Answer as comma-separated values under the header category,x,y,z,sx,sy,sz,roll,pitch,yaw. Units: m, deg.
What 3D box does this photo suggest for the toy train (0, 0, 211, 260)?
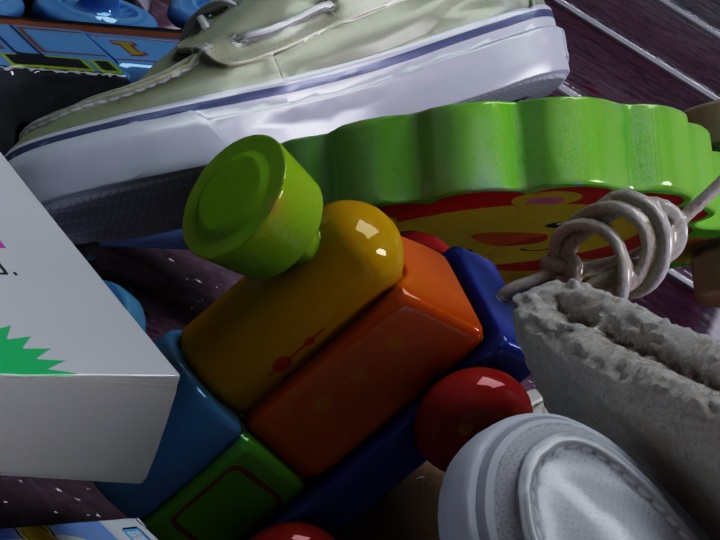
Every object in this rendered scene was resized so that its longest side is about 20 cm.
category,x,y,z,sx,sy,sz,roll,pitch,yaw
toy train,-0.086,-0.051,1.004,0.200,0.087,0.114,3,23,-30

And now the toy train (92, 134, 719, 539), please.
category,x,y,z,sx,sy,sz,roll,pitch,yaw
toy train,0.000,0.000,0.802,0.116,0.200,0.085,40,15,-37

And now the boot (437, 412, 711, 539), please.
category,x,y,z,sx,sy,sz,roll,pitch,yaw
boot,0.100,0.106,0.654,0.074,0.096,0.200,-28,80,-34

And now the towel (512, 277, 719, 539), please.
category,x,y,z,sx,sy,sz,roll,pitch,yaw
towel,0.116,0.077,0.707,0.200,0.034,0.133,29,-30,57

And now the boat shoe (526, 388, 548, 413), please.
category,x,y,z,sx,sy,sz,roll,pitch,yaw
boat shoe,0.105,0.121,0.861,0.200,0.068,0.072,47,39,9

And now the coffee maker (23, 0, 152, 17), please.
category,x,y,z,sx,sy,sz,roll,pitch,yaw
coffee maker,-0.179,-0.139,1.066,0.200,0.135,0.192,13,24,-47

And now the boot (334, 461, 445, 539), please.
category,x,y,z,sx,sy,sz,roll,pitch,yaw
boot,0.032,0.114,0.811,0.075,0.074,0.200,1,35,-44

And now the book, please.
category,x,y,z,sx,sy,sz,roll,pitch,yaw
book,-0.151,-0.010,0.751,0.134,0.048,0.200,5,27,-36

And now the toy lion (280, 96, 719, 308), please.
category,x,y,z,sx,sy,sz,roll,pitch,yaw
toy lion,0.042,-0.017,0.935,0.192,0.069,0.200,3,-13,-37

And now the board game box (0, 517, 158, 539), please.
category,x,y,z,sx,sy,sz,roll,pitch,yaw
board game box,-0.033,0.134,0.674,0.200,0.034,0.135,39,17,24

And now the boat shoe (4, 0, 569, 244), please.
category,x,y,z,sx,sy,sz,roll,pitch,yaw
boat shoe,-0.029,-0.061,0.936,0.200,0.072,0.062,-17,78,-22
